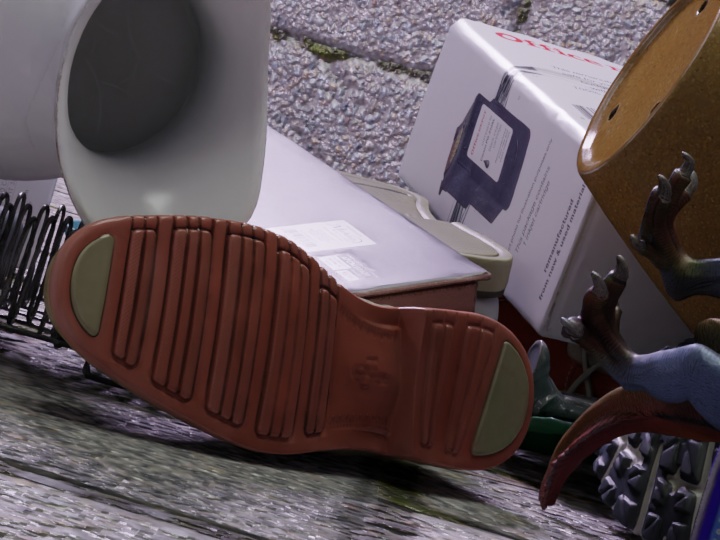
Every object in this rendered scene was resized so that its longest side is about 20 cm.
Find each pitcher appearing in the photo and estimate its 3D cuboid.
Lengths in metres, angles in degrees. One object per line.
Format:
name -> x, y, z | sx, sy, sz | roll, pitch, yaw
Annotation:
pitcher -> -0.103, -0.110, 0.955 | 0.121, 0.172, 0.200 | 12, 9, -37

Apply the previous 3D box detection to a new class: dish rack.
dish rack -> -0.134, -0.005, 0.991 | 0.199, 0.055, 0.153 | 17, 4, 6

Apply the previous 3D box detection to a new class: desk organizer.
desk organizer -> -0.035, 0.003, 1.086 | 0.072, 0.077, 0.200 | -8, 26, -31

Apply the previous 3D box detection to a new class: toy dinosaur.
toy dinosaur -> 0.168, 0.029, 0.883 | 0.181, 0.105, 0.200 | 29, -37, 18

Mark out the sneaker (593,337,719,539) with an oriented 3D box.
sneaker -> 0.164, 0.089, 0.945 | 0.086, 0.078, 0.200 | 37, -8, -40

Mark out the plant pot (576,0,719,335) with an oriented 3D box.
plant pot -> 0.188, -0.019, 1.008 | 0.200, 0.187, 0.186 | 35, 0, -11

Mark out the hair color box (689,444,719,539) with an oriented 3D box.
hair color box -> 0.196, 0.103, 0.785 | 0.199, 0.065, 0.109 | 16, 4, 12

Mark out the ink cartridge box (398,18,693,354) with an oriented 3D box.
ink cartridge box -> 0.120, -0.029, 1.177 | 0.144, 0.085, 0.200 | 15, 16, -22

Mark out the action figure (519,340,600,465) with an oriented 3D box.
action figure -> 0.146, 0.076, 1.093 | 0.200, 0.055, 0.118 | 20, -1, -17

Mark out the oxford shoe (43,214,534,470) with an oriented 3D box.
oxford shoe -> -0.034, 0.030, 0.909 | 0.200, 0.071, 0.074 | 22, -15, -39

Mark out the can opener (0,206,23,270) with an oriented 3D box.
can opener -> -0.219, -0.045, 1.094 | 0.053, 0.067, 0.200 | 21, 5, 42

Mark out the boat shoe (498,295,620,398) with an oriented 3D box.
boat shoe -> 0.119, 0.053, 1.187 | 0.200, 0.071, 0.063 | 21, 6, -6

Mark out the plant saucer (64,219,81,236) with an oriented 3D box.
plant saucer -> -0.048, 0.016, 1.284 | 0.200, 0.027, 0.200 | 17, 4, -1

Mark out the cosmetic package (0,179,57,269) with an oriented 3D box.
cosmetic package -> -0.245, -0.062, 1.213 | 0.200, 0.071, 0.101 | 15, 4, -31

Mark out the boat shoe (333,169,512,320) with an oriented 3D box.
boat shoe -> 0.000, 0.000, 1.160 | 0.075, 0.069, 0.200 | 10, 11, -20
